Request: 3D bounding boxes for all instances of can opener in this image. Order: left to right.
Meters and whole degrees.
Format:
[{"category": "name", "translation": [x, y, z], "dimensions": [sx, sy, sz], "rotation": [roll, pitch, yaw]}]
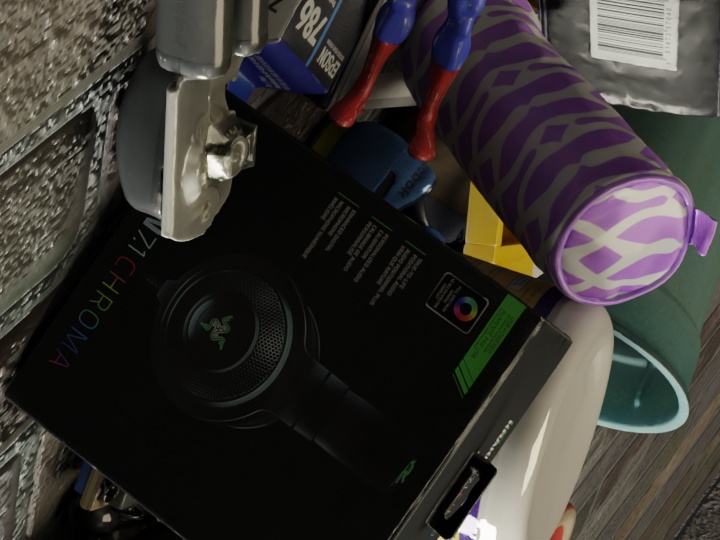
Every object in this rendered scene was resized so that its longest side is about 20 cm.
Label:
[{"category": "can opener", "translation": [-0.074, -0.105, 0.916], "dimensions": [0.053, 0.066, 0.201], "rotation": [-39, 141, -50]}]

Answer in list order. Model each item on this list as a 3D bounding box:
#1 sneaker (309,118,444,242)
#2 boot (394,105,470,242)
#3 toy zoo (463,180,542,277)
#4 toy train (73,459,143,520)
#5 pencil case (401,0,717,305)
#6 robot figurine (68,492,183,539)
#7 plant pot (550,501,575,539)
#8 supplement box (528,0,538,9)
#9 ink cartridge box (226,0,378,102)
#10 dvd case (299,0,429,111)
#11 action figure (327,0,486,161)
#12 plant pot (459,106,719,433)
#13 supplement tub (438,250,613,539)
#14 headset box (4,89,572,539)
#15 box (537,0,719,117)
[{"category": "sneaker", "translation": [0.000, 0.000, 1.261], "dimensions": [0.066, 0.078, 0.201], "rotation": [-50, 163, -36]}, {"category": "boot", "translation": [0.059, -0.063, 1.363], "dimensions": [0.097, 0.075, 0.200], "rotation": [-51, 154, 3]}, {"category": "toy zoo", "translation": [0.097, -0.076, 1.292], "dimensions": [0.131, 0.020, 0.202], "rotation": [-5, 101, -65]}, {"category": "toy train", "translation": [-0.098, 0.096, 1.186], "dimensions": [0.034, 0.046, 0.200], "rotation": [-67, 164, 12]}, {"category": "pencil case", "translation": [0.092, -0.067, 1.131], "dimensions": [0.085, 0.200, 0.084], "rotation": [-2, 129, -26]}, {"category": "robot figurine", "translation": [-0.114, 0.199, 1.168], "dimensions": [0.151, 0.124, 0.200], "rotation": [-64, 163, 16]}, {"category": "plant pot", "translation": [0.031, 0.171, 1.469], "dimensions": [0.201, 0.177, 0.201], "rotation": [-52, 161, -25]}, {"category": "supplement box", "translation": [0.174, -0.243, 1.389], "dimensions": [0.201, 0.068, 0.067], "rotation": [-60, 163, -6]}, {"category": "ink cartridge box", "translation": [-0.011, -0.151, 1.034], "dimensions": [0.201, 0.039, 0.099], "rotation": [-59, 165, -1]}, {"category": "dvd case", "translation": [0.044, -0.177, 1.179], "dimensions": [0.201, 0.025, 0.150], "rotation": [-64, 164, 14]}, {"category": "action figure", "translation": [0.042, -0.140, 1.013], "dimensions": [0.099, 0.065, 0.201], "rotation": [-68, 180, -67]}, {"category": "plant pot", "translation": [0.173, -0.022, 1.577], "dimensions": [0.201, 0.199, 0.197], "rotation": [81, 33, -66]}, {"category": "supplement tub", "translation": [0.013, 0.054, 1.133], "dimensions": [0.145, 0.199, 0.146], "rotation": [19, 90, -73]}, {"category": "headset box", "translation": [-0.025, 0.049, 1.019], "dimensions": [0.175, 0.200, 0.093], "rotation": [-54, 164, 2]}, {"category": "box", "translation": [0.169, -0.211, 1.239], "dimensions": [0.148, 0.104, 0.201], "rotation": [80, 24, -54]}]
